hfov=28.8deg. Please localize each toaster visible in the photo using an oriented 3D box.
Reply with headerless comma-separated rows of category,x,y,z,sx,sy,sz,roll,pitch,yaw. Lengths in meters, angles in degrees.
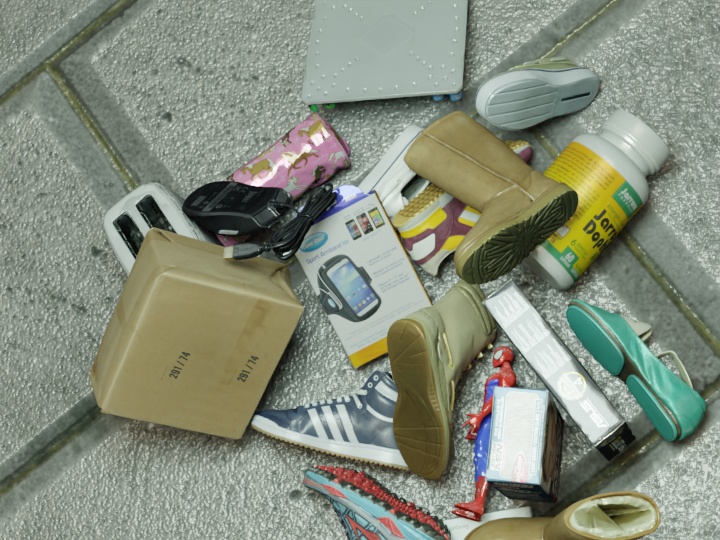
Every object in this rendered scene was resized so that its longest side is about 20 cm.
toaster,-0.234,-0.024,1.715,0.113,0.129,0.201,-35,71,2

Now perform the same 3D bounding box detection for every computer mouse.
computer mouse,-0.131,-0.047,1.609,0.198,0.046,0.141,3,38,28

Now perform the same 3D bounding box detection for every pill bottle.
pill bottle,0.261,-0.085,1.620,0.113,0.113,0.200,42,88,19

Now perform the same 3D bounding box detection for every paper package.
paper package,-0.188,0.077,1.610,0.201,0.189,0.104,-64,26,22

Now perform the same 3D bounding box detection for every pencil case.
pencil case,-0.104,-0.110,1.727,0.199,0.087,0.083,-37,96,2

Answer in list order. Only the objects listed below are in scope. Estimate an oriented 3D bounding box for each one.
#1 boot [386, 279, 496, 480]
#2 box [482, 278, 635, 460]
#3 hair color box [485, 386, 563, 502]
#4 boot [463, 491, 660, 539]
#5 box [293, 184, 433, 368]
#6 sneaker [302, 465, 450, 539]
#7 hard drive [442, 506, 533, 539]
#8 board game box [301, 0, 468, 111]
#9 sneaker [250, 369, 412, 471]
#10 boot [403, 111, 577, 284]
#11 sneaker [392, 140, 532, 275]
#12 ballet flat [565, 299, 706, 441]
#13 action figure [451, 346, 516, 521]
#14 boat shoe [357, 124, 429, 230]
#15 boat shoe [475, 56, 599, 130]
boot,0.099,0.123,1.606,0.072,0.155,0.202,4,113,34
box,0.223,0.113,1.553,0.049,0.161,0.200,-38,71,2
hair color box,0.181,0.193,1.521,0.060,0.200,0.101,3,77,14
boot,0.203,0.275,1.473,0.174,0.200,0.067,-10,74,-9
box,0.000,0.000,1.657,0.118,0.041,0.201,-26,97,6
sneaker,0.002,0.293,1.598,0.199,0.079,0.096,27,98,33
hard drive,0.144,0.376,1.574,0.131,0.027,0.202,-11,73,10
board game box,0.035,-0.283,1.737,0.198,0.026,0.201,-3,55,13
sneaker,-0.024,0.163,1.646,0.198,0.070,0.109,12,84,9
boot,0.118,-0.083,1.565,0.174,0.066,0.200,-31,48,-24
sneaker,0.134,-0.077,1.678,0.199,0.075,0.091,-35,109,-13
ballet flat,0.318,0.102,1.591,0.070,0.068,0.200,-31,69,-22
action figure,0.143,0.180,1.598,0.051,0.066,0.201,15,70,10
boat shoe,0.035,-0.084,1.695,0.065,0.074,0.201,32,86,23
boat shoe,0.198,-0.212,1.650,0.062,0.199,0.072,41,126,34
